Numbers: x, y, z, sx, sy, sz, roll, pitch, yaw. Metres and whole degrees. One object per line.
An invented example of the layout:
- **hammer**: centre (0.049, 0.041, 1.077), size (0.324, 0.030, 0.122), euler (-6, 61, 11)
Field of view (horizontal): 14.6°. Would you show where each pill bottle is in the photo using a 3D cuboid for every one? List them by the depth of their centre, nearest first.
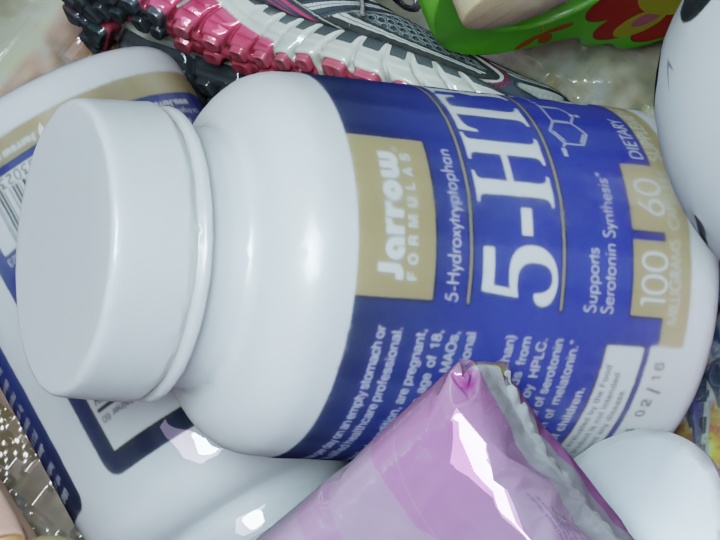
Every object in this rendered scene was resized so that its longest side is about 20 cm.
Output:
- **pill bottle**: centre (0.000, 0.000, 0.884), size (0.199, 0.120, 0.121), euler (4, 79, -26)
- **pill bottle**: centre (-0.065, 0.034, 0.975), size (0.111, 0.111, 0.201), euler (-30, 79, 0)

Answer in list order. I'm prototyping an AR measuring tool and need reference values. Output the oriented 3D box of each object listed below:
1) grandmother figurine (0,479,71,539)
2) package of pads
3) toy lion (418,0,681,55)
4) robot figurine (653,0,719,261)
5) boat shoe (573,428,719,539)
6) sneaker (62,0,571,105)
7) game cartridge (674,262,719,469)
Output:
- **grandmother figurine**: centre (-0.169, 0.041, 1.001), size (0.121, 0.060, 0.201), euler (-43, 64, 31)
- **package of pads**: centre (0.001, 0.130, 0.830), size (0.200, 0.076, 0.121), euler (-41, 80, 15)
- **toy lion**: centre (0.109, -0.118, 0.938), size (0.199, 0.192, 0.069), euler (-20, 77, -7)
- **robot figurine**: centre (0.181, -0.061, 0.855), size (0.199, 0.125, 0.151), euler (-20, 105, -31)
- **boat shoe**: centre (0.068, 0.147, 0.888), size (0.072, 0.066, 0.201), euler (16, 88, 19)
- **sneaker**: centre (-0.011, -0.088, 0.997), size (0.199, 0.081, 0.075), euler (26, 68, 18)
- **game cartridge**: centre (0.117, 0.034, 0.970), size (0.200, 0.042, 0.134), euler (33, 89, 26)
